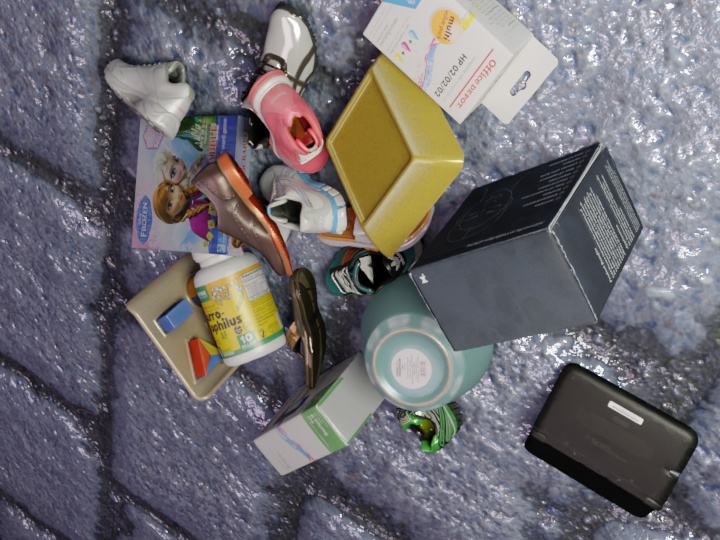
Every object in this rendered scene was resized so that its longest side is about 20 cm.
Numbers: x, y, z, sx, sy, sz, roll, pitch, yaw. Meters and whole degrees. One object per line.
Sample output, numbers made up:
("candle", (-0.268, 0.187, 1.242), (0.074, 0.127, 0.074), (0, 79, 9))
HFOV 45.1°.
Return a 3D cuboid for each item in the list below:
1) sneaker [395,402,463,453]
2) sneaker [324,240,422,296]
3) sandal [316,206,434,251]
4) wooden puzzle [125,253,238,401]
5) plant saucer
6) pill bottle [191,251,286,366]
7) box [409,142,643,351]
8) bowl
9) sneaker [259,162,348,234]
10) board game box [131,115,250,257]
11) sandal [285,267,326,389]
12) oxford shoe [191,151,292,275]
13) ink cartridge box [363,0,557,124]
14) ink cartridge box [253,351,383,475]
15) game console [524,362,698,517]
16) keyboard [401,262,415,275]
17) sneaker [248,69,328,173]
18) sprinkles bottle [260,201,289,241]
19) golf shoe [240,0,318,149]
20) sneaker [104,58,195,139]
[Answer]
("sneaker", (0.081, 0.188, 1.327), (0.078, 0.085, 0.201), (-29, 101, 44))
("sneaker", (0.000, 0.000, 1.251), (0.199, 0.080, 0.072), (-28, 101, 48))
("sandal", (0.005, -0.071, 1.193), (0.204, 0.080, 0.059), (-2, 149, 38))
("wooden puzzle", (-0.264, 0.084, 1.433), (0.046, 0.185, 0.201), (-29, 102, 39))
("plant saucer", (0.025, -0.151, 1.083), (0.201, 0.048, 0.203), (-52, 53, 46))
("pill bottle", (-0.201, 0.040, 1.396), (0.112, 0.112, 0.204), (-16, 97, 41))
("box", (0.195, -0.025, 1.012), (0.198, 0.197, 0.125), (-17, 110, 42))
("bowl", (0.083, 0.114, 1.215), (0.196, 0.105, 0.205), (5, 109, 14))
("sneaker", (-0.103, -0.101, 1.219), (0.199, 0.085, 0.077), (29, 125, 50))
("board game box", (-0.255, -0.128, 1.303), (0.196, 0.041, 0.205), (4, 90, 31))
("sandal", (-0.095, 0.092, 1.385), (0.053, 0.082, 0.204), (-1, 118, 19))
("oxford shoe", (-0.163, -0.067, 1.224), (0.072, 0.071, 0.202), (-31, 112, 1))
("ink cartridge box", (0.114, -0.257, 0.997), (0.200, 0.068, 0.115), (42, 136, 3))
("ink cartridge box", (-0.065, 0.238, 1.426), (0.088, 0.145, 0.199), (48, 136, -5))
("game console", (0.345, 0.242, 1.221), (0.198, 0.116, 0.179), (28, 103, 15))
("keyboard", (0.111, 0.071, 1.274), (0.056, 0.011, 0.203), (-9, 114, 40))
("sneaker", (-0.081, -0.171, 1.134), (0.087, 0.073, 0.200), (50, 179, 28))
("sprinkles bottle", (-0.203, -0.090, 1.340), (0.197, 0.068, 0.069), (22, 131, 27))
("golf shoe", (-0.111, -0.249, 1.150), (0.077, 0.094, 0.203), (24, 130, 20))
("sneaker", (-0.306, -0.275, 1.294), (0.199, 0.100, 0.078), (40, 176, 34))
